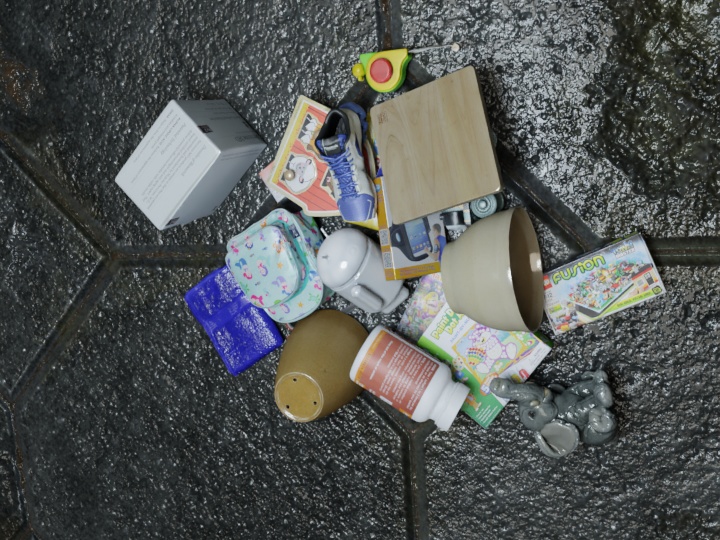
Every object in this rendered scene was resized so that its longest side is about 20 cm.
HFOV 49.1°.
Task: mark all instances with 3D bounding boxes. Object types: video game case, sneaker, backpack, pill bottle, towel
[{"bbox_3d":[0.162,0.072,1.452,0.142,0.018,0.203,29,109,12],"label":"video game case"},{"bbox_3d":[-0.033,-0.181,1.317,0.079,0.115,0.204,-5,95,22],"label":"sneaker"},{"bbox_3d":[-0.141,-0.006,1.477,0.176,0.151,0.202,-28,99,29],"label":"backpack"},{"bbox_3d":[0.088,0.193,1.390,0.198,0.112,0.114,31,110,11],"label":"pill bottle"},{"bbox_3d":[-0.259,0.099,1.590,0.147,0.049,0.202,-34,89,23],"label":"towel"}]

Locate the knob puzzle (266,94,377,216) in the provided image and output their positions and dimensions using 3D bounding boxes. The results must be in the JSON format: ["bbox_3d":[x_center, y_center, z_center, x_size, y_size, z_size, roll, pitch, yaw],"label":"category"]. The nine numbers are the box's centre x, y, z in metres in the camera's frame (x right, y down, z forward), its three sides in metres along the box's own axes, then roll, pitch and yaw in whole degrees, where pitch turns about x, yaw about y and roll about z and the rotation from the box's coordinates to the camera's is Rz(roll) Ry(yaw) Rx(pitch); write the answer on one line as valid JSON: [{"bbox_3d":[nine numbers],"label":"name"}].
[{"bbox_3d":[-0.059,-0.185,1.401,0.215,0.030,0.225,4,103,17],"label":"knob puzzle"}]

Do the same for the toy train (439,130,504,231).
[{"bbox_3d":[0.181,-0.166,1.360,0.112,0.085,0.205,-4,98,24],"label":"toy train"}]

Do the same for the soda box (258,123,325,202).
[{"bbox_3d":[-0.091,-0.212,1.457,0.199,0.063,0.069,-36,88,23],"label":"soda box"}]

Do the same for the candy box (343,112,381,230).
[{"bbox_3d":[0.038,-0.175,1.433,0.100,0.026,0.204,15,106,10],"label":"candy box"}]

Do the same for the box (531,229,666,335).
[{"bbox_3d":[0.404,0.022,1.347,0.197,0.035,0.112,-25,92,22],"label":"box"}]

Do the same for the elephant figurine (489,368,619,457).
[{"bbox_3d":[0.338,0.245,1.369,0.196,0.141,0.159,-12,83,14],"label":"elephant figurine"}]

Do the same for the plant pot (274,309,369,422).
[{"bbox_3d":[-0.084,0.193,1.460,0.182,0.200,0.191,4,106,15],"label":"plant pot"}]

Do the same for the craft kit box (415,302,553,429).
[{"bbox_3d":[0.210,0.146,1.420,0.197,0.048,0.202,39,111,11],"label":"craft kit box"}]

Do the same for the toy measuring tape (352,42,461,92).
[{"bbox_3d":[0.079,-0.347,1.365,0.196,0.073,0.075,-2,101,20],"label":"toy measuring tape"}]

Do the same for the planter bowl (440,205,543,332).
[{"bbox_3d":[0.212,0.005,1.299,0.132,0.200,0.205,-8,99,28],"label":"planter bowl"}]

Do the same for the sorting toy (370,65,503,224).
[{"bbox_3d":[0.132,-0.198,1.295,0.196,0.069,0.204,-16,81,31],"label":"sorting toy"}]

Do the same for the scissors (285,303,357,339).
[{"bbox_3d":[-0.061,0.104,1.542,0.196,0.014,0.075,-14,96,20],"label":"scissors"}]

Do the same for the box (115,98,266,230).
[{"bbox_3d":[-0.310,-0.200,1.462,0.131,0.199,0.200,45,111,4],"label":"box"}]

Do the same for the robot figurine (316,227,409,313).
[{"bbox_3d":[0.000,0.000,1.413,0.113,0.171,0.199,-42,125,19],"label":"robot figurine"}]

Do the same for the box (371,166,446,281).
[{"bbox_3d":[0.088,-0.091,1.384,0.041,0.117,0.205,-2,97,62],"label":"box"}]
